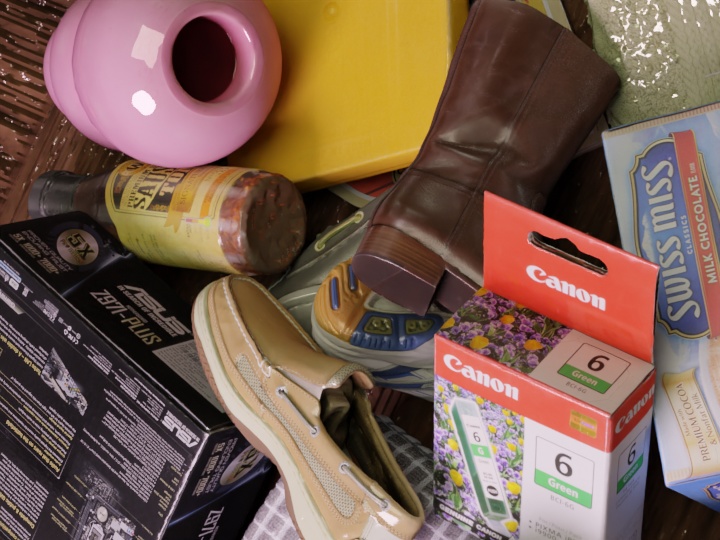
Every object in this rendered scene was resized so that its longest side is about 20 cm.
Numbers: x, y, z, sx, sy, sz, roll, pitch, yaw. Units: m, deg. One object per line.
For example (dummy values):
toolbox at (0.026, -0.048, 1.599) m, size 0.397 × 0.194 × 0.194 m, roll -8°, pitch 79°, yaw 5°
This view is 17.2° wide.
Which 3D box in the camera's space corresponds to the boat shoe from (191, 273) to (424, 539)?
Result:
boat shoe at (-0.021, 0.073, 1.309) m, size 0.076 × 0.072 × 0.200 m, roll -49°, pitch 63°, yaw 34°

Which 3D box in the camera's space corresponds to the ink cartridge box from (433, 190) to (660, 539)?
ink cartridge box at (0.094, 0.066, 1.233) m, size 0.109 × 0.200 × 0.050 m, roll 24°, pitch 47°, yaw 27°

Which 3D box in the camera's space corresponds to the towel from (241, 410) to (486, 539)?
towel at (0.000, 0.198, 1.353) m, size 0.165 × 0.086 × 0.200 m, roll 36°, pitch 93°, yaw 25°

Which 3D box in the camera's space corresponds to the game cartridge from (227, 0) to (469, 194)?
game cartridge at (-0.008, -0.151, 1.436) m, size 0.176 × 0.032 × 0.201 m, roll -12°, pitch 72°, yaw 37°

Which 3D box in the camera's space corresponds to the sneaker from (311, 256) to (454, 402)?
sneaker at (0.070, 0.039, 1.369) m, size 0.199 × 0.088 × 0.075 m, roll 10°, pitch 61°, yaw -3°

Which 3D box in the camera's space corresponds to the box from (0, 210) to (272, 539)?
box at (-0.157, 0.089, 1.408) m, size 0.200 × 0.086 × 0.164 m, roll 39°, pitch 119°, yaw 25°

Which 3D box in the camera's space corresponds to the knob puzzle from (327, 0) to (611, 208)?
knob puzzle at (0.031, -0.120, 1.444) m, size 0.219 × 0.030 × 0.220 m, roll -5°, pitch 77°, yaw 21°

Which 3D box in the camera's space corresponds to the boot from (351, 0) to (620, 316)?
boot at (0.112, -0.043, 1.327) m, size 0.186 × 0.064 × 0.200 m, roll 30°, pitch 62°, yaw -4°

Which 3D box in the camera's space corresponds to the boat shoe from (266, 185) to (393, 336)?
boat shoe at (0.002, 0.002, 1.409) m, size 0.201 × 0.072 × 0.060 m, roll -32°, pitch 42°, yaw 22°

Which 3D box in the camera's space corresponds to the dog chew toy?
dog chew toy at (-0.131, -0.125, 1.443) m, size 0.200 × 0.124 × 0.125 m, roll 5°, pitch 77°, yaw 62°

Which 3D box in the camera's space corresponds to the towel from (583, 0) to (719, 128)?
towel at (0.190, -0.168, 1.336) m, size 0.148 × 0.036 × 0.201 m, roll -6°, pitch 110°, yaw 24°

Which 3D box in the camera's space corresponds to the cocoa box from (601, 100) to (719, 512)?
cocoa box at (0.221, 0.017, 1.280) m, size 0.131 × 0.133 × 0.201 m, roll -14°, pitch 74°, yaw 18°

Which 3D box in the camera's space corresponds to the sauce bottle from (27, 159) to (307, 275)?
sauce bottle at (-0.123, -0.035, 1.446) m, size 0.200 × 0.066 × 0.066 m, roll 5°, pitch 80°, yaw 39°
